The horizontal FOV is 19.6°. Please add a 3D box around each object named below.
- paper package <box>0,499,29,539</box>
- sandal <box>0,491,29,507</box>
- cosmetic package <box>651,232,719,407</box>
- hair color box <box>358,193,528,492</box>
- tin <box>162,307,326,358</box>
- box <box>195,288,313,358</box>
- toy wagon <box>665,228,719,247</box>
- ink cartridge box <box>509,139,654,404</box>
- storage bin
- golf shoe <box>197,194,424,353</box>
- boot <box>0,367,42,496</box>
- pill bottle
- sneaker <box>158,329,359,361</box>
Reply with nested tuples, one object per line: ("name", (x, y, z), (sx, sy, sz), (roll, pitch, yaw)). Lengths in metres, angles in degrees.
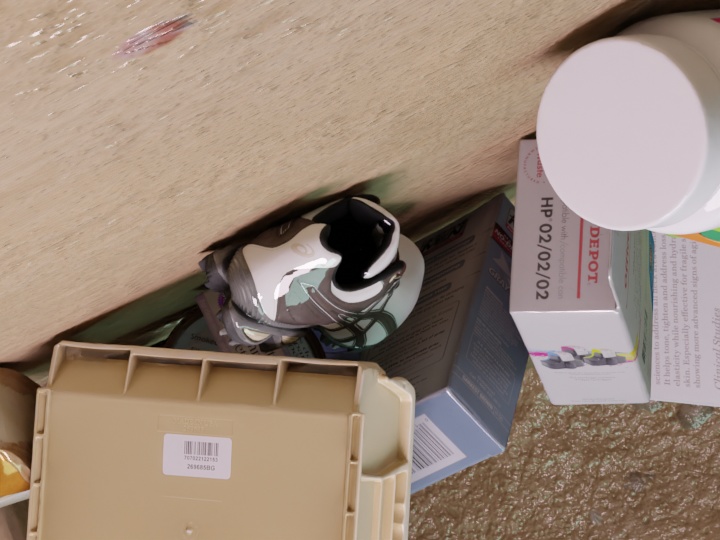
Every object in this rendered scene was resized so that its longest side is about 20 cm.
("paper package", (-0.319, 0.218, 1.555), (0.200, 0.104, 0.191), (-25, 171, 6))
("sandal", (-0.189, 0.120, 1.360), (0.200, 0.080, 0.054), (-21, 135, 7))
("cosmetic package", (0.300, 0.007, 1.568), (0.200, 0.167, 0.166), (4, -169, 35))
("hair color box", (0.055, 0.048, 1.342), (0.099, 0.061, 0.200), (-29, -154, 32))
("tin", (-0.084, 0.112, 1.293), (0.112, 0.200, 0.042), (16, 165, -3))
("box", (-0.035, 0.094, 1.249), (0.041, 0.200, 0.039), (-27, 175, 21))
("toy wagon", (0.234, -0.048, 1.319), (0.200, 0.040, 0.155), (14, 164, -9))
("ink cartridge box", (0.134, -0.005, 1.266), (0.068, 0.115, 0.200), (-1, 156, 14))
("storage bin", (-0.081, 0.145, 1.190), (0.200, 0.199, 0.094), (3, 178, 19))
("golf shoe", (0.000, 0.000, 1.191), (0.094, 0.078, 0.200), (-30, 172, 29))
("boot", (-0.265, 0.110, 1.187), (0.144, 0.071, 0.201), (-21, 170, 16))
("pill bottle", (0.182, -0.079, 1.089), (0.113, 0.113, 0.200), (-30, 171, 35))
("sneaker", (-0.072, 0.104, 1.412), (0.202, 0.146, 0.077), (-22, 173, -7))
